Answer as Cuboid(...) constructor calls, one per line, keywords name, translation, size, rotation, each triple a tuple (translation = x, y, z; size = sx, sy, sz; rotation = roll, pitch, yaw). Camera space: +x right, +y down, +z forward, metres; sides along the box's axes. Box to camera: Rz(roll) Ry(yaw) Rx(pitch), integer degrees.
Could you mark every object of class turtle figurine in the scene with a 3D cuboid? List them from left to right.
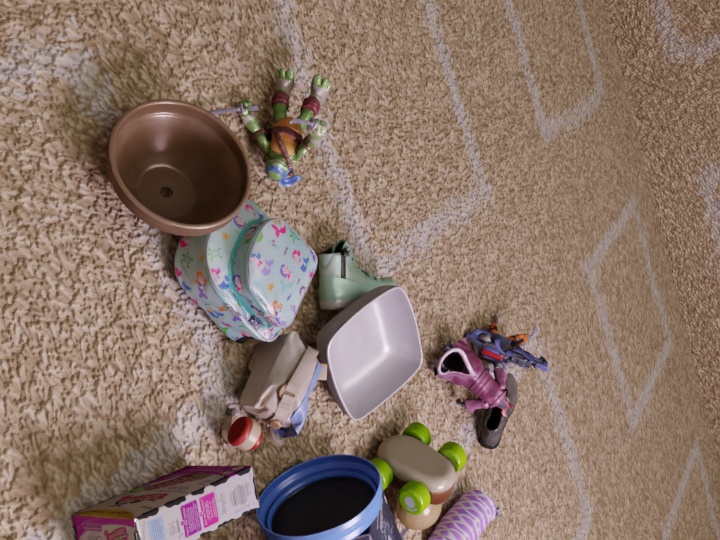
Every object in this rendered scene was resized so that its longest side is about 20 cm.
Cuboid(name="turtle figurine", translation=(-0.122, -0.261, 1.315), size=(0.200, 0.142, 0.196), rotation=(49, 44, -40))

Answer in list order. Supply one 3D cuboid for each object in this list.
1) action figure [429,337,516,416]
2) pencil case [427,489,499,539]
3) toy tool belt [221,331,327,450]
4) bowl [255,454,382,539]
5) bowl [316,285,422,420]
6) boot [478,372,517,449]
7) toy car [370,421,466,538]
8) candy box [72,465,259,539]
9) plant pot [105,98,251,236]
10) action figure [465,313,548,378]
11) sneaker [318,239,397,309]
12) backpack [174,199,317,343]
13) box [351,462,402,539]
Cuboid(name="action figure", translation=(0.252, 0.225, 1.685), size=(0.199, 0.149, 0.134), rotation=(40, 80, 5))
Cuboid(name="pencil case", translation=(0.206, 0.532, 1.652), size=(0.199, 0.083, 0.087), rotation=(-28, 134, -50))
Cuboid(name="toy tool belt", translation=(-0.118, 0.205, 1.250), size=(0.123, 0.124, 0.202), rotation=(41, 53, -30))
Cuboid(name="bowl", translation=(-0.060, 0.356, 1.232), size=(0.200, 0.198, 0.040), rotation=(-38, 119, -48))
Cuboid(name="bowl", translation=(0.008, 0.136, 1.417), size=(0.199, 0.074, 0.202), rotation=(-36, 128, -28))
Cuboid(name="boot", translation=(0.316, 0.292, 1.799), size=(0.131, 0.067, 0.202), rotation=(88, 20, -55))
Cuboid(name="toy car", translation=(0.094, 0.423, 1.513), size=(0.164, 0.156, 0.202), rotation=(-31, 136, -47))
Cuboid(name="candy box", translation=(-0.249, 0.311, 1.045), size=(0.199, 0.135, 0.062), rotation=(-13, 92, -53))
Cuboid(name="plant pot", translation=(-0.259, -0.128, 1.121), size=(0.198, 0.093, 0.203), rotation=(14, 58, -24))
Cuboid(name="action figure", translation=(0.340, 0.191, 1.838), size=(0.193, 0.198, 0.106), rotation=(-42, 150, -42))
Cuboid(name="sneaker", translation=(0.000, 0.000, 1.476), size=(0.199, 0.073, 0.120), rotation=(-10, 97, -50))
Cuboid(name="backpack", translation=(-0.172, -0.006, 1.206), size=(0.200, 0.149, 0.179), rotation=(47, 51, -31))
Cuboid(name="box", translation=(-0.003, 0.455, 1.291), size=(0.197, 0.116, 0.202), rotation=(-84, 156, -71))
